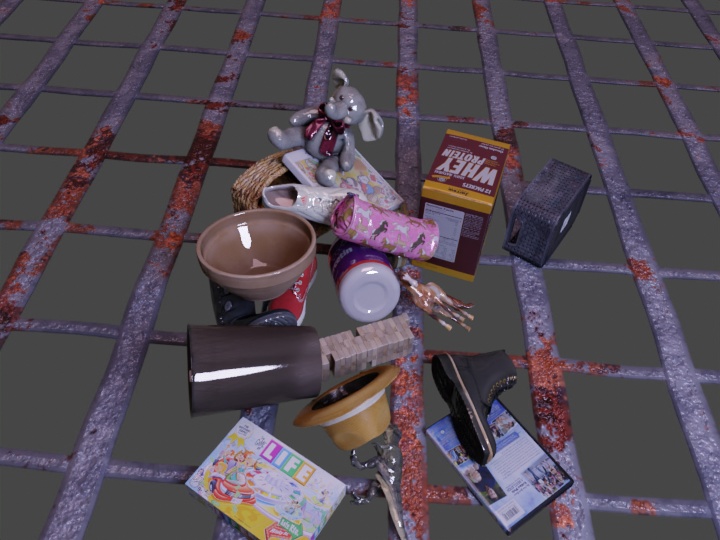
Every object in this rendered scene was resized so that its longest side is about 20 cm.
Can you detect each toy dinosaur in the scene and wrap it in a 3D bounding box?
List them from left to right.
[{"bbox_3d":[0.028,0.311,0.970,0.087,0.048,0.202,4,50,-9],"label":"toy dinosaur"}]

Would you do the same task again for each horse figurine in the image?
[{"bbox_3d":[0.139,0.057,1.161,0.132,0.050,0.199,39,13,23],"label":"horse figurine"}]

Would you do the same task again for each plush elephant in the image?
[{"bbox_3d":[-0.048,-0.286,1.250,0.164,0.156,0.199,43,43,10],"label":"plush elephant"}]

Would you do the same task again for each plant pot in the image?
[{"bbox_3d":[-0.170,-0.014,1.089,0.197,0.094,0.202,-1,36,1],"label":"plant pot"}]

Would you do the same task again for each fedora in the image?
[{"bbox_3d":[-0.008,0.218,0.993,0.199,0.200,0.083,-28,90,-27],"label":"fedora"}]

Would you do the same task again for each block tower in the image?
[{"bbox_3d":[0.001,0.136,1.125,0.197,0.054,0.058,-17,51,-18],"label":"block tower"}]

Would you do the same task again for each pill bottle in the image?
[{"bbox_3d":[0.000,0.000,1.192,0.110,0.114,0.201,-6,28,-9],"label":"pill bottle"}]

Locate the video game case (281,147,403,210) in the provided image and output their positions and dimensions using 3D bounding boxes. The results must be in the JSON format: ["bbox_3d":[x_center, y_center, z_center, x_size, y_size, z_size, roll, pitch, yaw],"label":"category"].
[{"bbox_3d":[-0.032,-0.179,1.295,0.200,0.023,0.181,49,44,14],"label":"video game case"}]

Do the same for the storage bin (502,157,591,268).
[{"bbox_3d":[0.385,-0.120,1.332,0.093,0.136,0.200,28,51,21],"label":"storage bin"}]

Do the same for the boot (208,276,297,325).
[{"bbox_3d":[-0.195,0.049,1.149,0.163,0.066,0.202,-27,45,14],"label":"boot"}]

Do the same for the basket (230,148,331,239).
[{"bbox_3d":[-0.144,-0.145,1.316,0.199,0.144,0.148,-33,56,-30],"label":"basket"}]

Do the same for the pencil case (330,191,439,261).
[{"bbox_3d":[0.047,-0.075,1.154,0.197,0.082,0.088,16,80,-28],"label":"pencil case"}]

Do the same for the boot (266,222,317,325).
[{"bbox_3d":[-0.127,0.010,1.172,0.071,0.146,0.202,11,48,6],"label":"boot"}]

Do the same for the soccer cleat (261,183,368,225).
[{"bbox_3d":[-0.085,-0.123,1.179,0.196,0.078,0.071,2,76,7],"label":"soccer cleat"}]

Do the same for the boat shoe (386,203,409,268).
[{"bbox_3d":[0.087,-0.081,1.328,0.075,0.072,0.202,8,46,-12],"label":"boat shoe"}]

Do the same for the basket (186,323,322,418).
[{"bbox_3d":[-0.167,0.148,1.009,0.197,0.139,0.180,-2,8,-18],"label":"basket"}]

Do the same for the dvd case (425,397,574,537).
[{"bbox_3d":[0.216,0.293,1.016,0.141,0.018,0.200,-24,52,-25],"label":"dvd case"}]

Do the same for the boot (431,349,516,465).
[{"bbox_3d":[0.211,0.205,1.041,0.136,0.078,0.202,-6,47,-15],"label":"boot"}]

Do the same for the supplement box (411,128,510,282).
[{"bbox_3d":[0.198,-0.130,1.285,0.131,0.202,0.199,16,48,11],"label":"supplement box"}]

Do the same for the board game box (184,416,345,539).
[{"bbox_3d":[-0.139,0.323,0.953,0.198,0.035,0.135,27,50,20],"label":"board game box"}]
